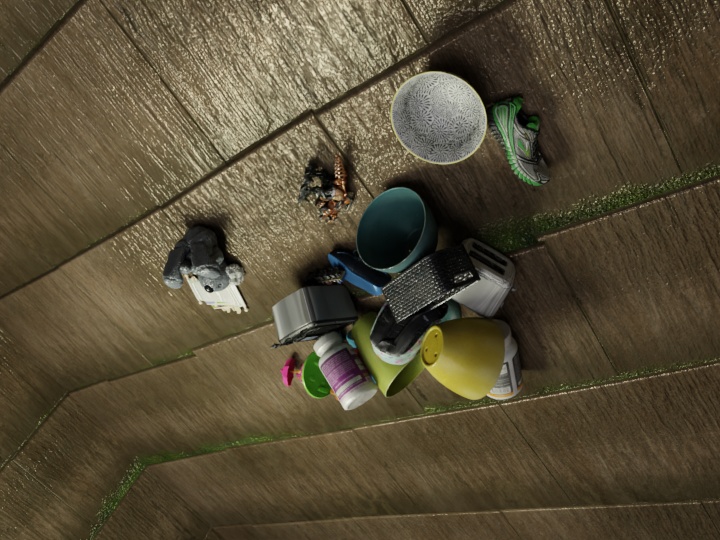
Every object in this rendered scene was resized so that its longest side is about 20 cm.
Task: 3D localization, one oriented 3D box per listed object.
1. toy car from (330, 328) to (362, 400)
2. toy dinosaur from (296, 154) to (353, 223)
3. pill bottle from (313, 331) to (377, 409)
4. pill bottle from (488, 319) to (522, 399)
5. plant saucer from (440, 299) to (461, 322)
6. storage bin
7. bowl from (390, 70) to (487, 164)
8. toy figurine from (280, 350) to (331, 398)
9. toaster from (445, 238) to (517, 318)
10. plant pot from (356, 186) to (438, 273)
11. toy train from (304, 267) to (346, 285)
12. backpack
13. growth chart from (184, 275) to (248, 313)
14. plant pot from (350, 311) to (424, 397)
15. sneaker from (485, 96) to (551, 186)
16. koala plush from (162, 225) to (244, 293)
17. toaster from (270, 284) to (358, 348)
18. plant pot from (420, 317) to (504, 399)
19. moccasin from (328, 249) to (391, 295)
[{"bbox_3d":[-0.044,0.301,1.885,0.175,0.201,0.185,-5,125,30],"label":"toy car"},{"bbox_3d":[-0.078,-0.203,1.564,0.134,0.102,0.201,14,117,-6],"label":"toy dinosaur"},{"bbox_3d":[-0.047,0.273,1.763,0.201,0.112,0.113,56,140,22],"label":"pill bottle"},{"bbox_3d":[0.362,0.235,1.685,0.115,0.117,0.201,1,128,26],"label":"pill bottle"},{"bbox_3d":[0.175,0.116,1.739,0.198,0.027,0.201,15,133,16],"label":"plant saucer"},{"bbox_3d":[0.159,0.031,1.465,0.200,0.135,0.094,-39,73,46],"label":"storage bin"},{"bbox_3d":[0.170,-0.330,1.307,0.199,0.094,0.202,14,134,15],"label":"bowl"},{"bbox_3d":[-0.165,0.336,2.055,0.183,0.151,0.199,-5,151,46],"label":"toy figurine"},{"bbox_3d":[0.277,0.012,1.540,0.199,0.114,0.130,31,131,2],"label":"toaster"},{"bbox_3d":[0.107,-0.078,1.512,0.199,0.202,0.134,-16,152,36],"label":"plant pot"},{"bbox_3d":[-0.094,0.021,1.743,0.046,0.034,0.199,38,158,-22],"label":"toy train"},{"bbox_3d":[0.113,0.143,1.622,0.166,0.201,0.127,29,163,25],"label":"backpack"},{"bbox_3d":[-0.457,0.075,2.024,0.198,0.018,0.146,5,130,23],"label":"growth chart"},{"bbox_3d":[0.071,0.214,1.771,0.200,0.186,0.188,44,140,22],"label":"plant pot"},{"bbox_3d":[0.336,-0.259,1.298,0.085,0.078,0.200,-22,116,37],"label":"sneaker"},{"bbox_3d":[-0.446,-0.010,1.871,0.176,0.185,0.200,-15,142,21],"label":"koala plush"},{"bbox_3d":[-0.139,0.129,1.790,0.180,0.199,0.120,-33,69,42],"label":"toaster"},{"bbox_3d":[0.230,0.197,1.536,0.141,0.201,0.200,17,139,-22],"label":"plant pot"},{"bbox_3d":[0.000,0.000,1.690,0.199,0.068,0.081,35,154,28],"label":"moccasin"}]
